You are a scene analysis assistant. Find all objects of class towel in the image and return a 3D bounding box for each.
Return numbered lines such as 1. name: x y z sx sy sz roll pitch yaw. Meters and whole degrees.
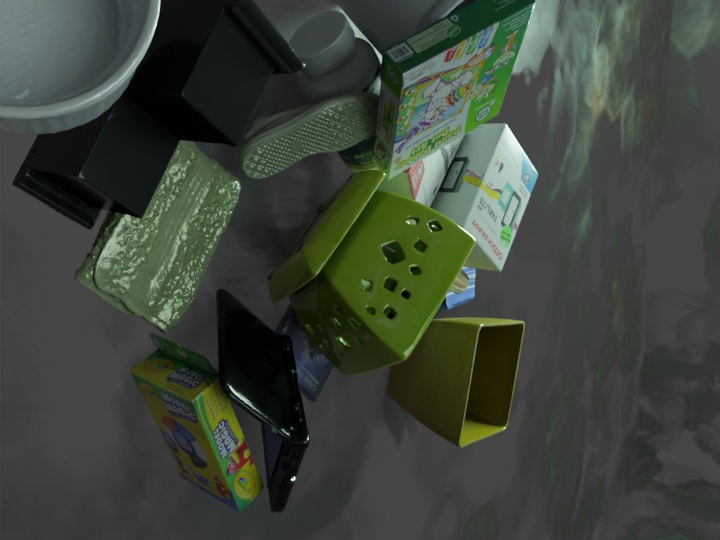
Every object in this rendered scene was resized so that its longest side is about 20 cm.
1. towel: 0.201 -0.030 1.338 0.144 0.024 0.204 -12 109 -54
2. towel: -0.210 -0.045 0.740 0.148 0.036 0.203 43 65 -52

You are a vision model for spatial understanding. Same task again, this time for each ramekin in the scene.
1. ramekin: -0.255 -0.202 0.510 0.197 0.097 0.205 2 85 -20

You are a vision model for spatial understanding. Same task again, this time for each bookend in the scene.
1. bookend: -0.182 -0.134 0.612 0.092 0.197 0.202 40 67 -51

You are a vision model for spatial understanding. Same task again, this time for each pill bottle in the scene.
1. pill bottle: -0.014 -0.233 0.898 0.112 0.110 0.201 -61 142 -22

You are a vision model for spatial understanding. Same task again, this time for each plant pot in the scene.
1. plant pot: 0.000 0.000 0.894 0.181 0.199 0.201 39 64 -11
2. plant pot: 0.161 0.173 1.207 0.199 0.174 0.204 3 98 -55

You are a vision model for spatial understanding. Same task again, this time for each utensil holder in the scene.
1. utensil holder: 0.071 -0.350 0.863 0.168 0.201 0.171 -32 159 -14

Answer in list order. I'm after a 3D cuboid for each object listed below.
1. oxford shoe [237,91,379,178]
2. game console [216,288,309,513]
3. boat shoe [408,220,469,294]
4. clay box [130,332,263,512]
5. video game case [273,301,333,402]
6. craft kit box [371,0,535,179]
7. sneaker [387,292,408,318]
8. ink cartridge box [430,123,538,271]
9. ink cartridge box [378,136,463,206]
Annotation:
1. oxford shoe: -0.063 -0.175 0.826 0.197 0.058 0.076 -24 138 -11
2. game console: -0.133 0.152 0.811 0.114 0.201 0.178 11 117 -18
3. boat shoe: 0.123 -0.031 1.053 0.069 0.074 0.199 -44 134 10
4. clay box: -0.187 0.171 0.766 0.048 0.113 0.203 -42 131 -37
5. video game case: -0.058 0.073 1.005 0.202 0.019 0.143 -61 142 -22
6. craft kit box: 0.107 -0.227 0.835 0.198 0.049 0.198 -33 162 -17
7. sneaker: 0.053 0.028 1.089 0.089 0.073 0.201 93 21 -48
8. ink cartridge box: 0.187 -0.125 1.170 0.146 0.144 0.203 40 68 -42
9. ink cartridge box: 0.089 -0.196 1.057 0.202 0.083 0.146 -64 157 -22
